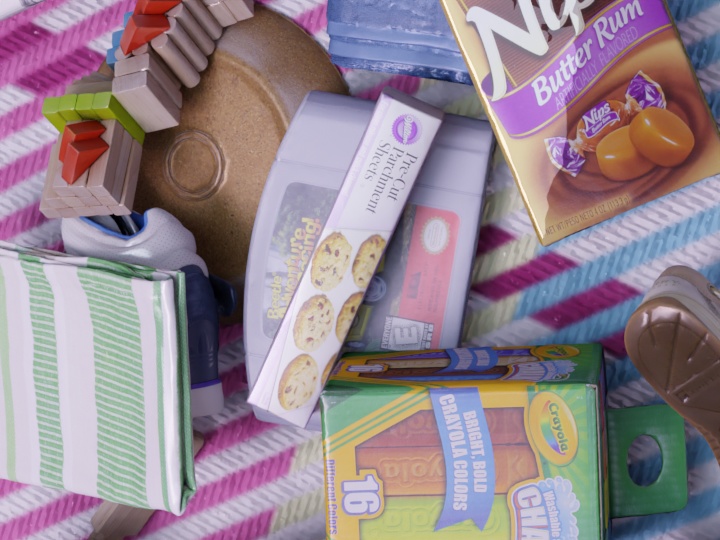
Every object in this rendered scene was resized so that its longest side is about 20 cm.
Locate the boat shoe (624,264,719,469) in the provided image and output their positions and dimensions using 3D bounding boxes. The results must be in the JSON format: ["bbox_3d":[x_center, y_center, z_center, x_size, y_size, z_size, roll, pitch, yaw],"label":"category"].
[{"bbox_3d":[0.226,0.083,1.655,0.072,0.065,0.200,-34,101,35],"label":"boat shoe"}]

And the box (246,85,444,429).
[{"bbox_3d":[-0.009,-0.007,1.709,0.041,0.039,0.201,25,101,0],"label":"box"}]

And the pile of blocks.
[{"bbox_3d":[-0.138,-0.125,1.753,0.082,0.062,0.201,22,73,34],"label":"pile of blocks"}]

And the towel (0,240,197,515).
[{"bbox_3d":[-0.176,0.061,1.755,0.199,0.023,0.153,8,107,39],"label":"towel"}]

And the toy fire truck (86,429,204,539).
[{"bbox_3d":[-0.175,0.193,1.802,0.128,0.176,0.201,-2,80,24],"label":"toy fire truck"}]

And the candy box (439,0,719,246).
[{"bbox_3d":[0.117,-0.129,1.659,0.116,0.056,0.201,-23,94,10],"label":"candy box"}]

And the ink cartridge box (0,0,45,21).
[{"bbox_3d":[-0.198,-0.239,1.791,0.199,0.084,0.146,-22,99,24],"label":"ink cartridge box"}]

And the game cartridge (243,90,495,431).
[{"bbox_3d":[0.000,0.000,1.747,0.132,0.041,0.201,10,100,8],"label":"game cartridge"}]

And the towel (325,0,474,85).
[{"bbox_3d":[0.041,-0.211,1.718,0.111,0.048,0.201,10,101,21],"label":"towel"}]

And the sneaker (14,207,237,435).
[{"bbox_3d":[-0.161,0.024,1.803,0.200,0.080,0.147,-9,92,47],"label":"sneaker"}]

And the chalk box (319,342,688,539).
[{"bbox_3d":[0.084,0.112,1.675,0.199,0.124,0.126,-3,99,7],"label":"chalk box"}]

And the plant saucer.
[{"bbox_3d":[-0.094,-0.065,1.803,0.199,0.035,0.201,3,96,24],"label":"plant saucer"}]
